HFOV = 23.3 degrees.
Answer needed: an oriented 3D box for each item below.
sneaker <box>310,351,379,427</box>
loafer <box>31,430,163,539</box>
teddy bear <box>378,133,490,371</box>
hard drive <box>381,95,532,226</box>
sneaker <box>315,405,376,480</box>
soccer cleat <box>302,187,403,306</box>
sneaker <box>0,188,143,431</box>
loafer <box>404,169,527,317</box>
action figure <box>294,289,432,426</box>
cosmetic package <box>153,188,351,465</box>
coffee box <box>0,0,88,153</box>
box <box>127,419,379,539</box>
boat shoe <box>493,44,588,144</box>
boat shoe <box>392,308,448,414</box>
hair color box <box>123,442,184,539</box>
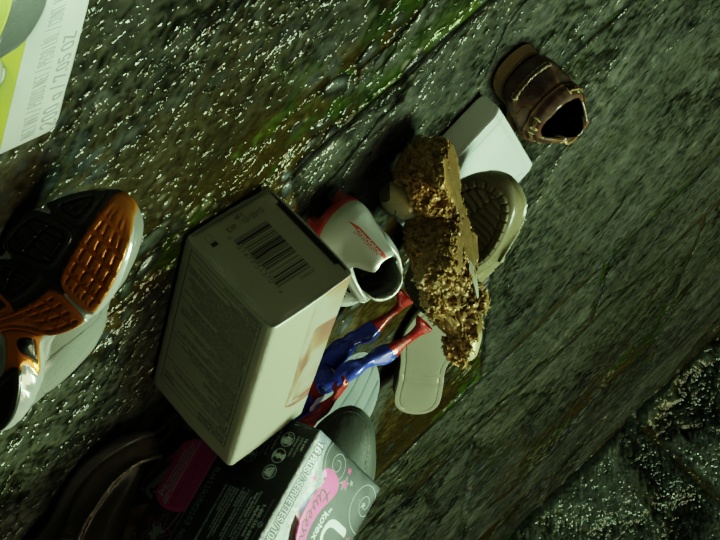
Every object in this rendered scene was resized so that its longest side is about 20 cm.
[{"bbox_3d":[-0.051,0.144,1.718,0.071,0.073,0.200,-8,-156,36],"label":"sneaker"},{"bbox_3d":[-0.220,0.219,1.458,0.200,0.071,0.073,-54,161,15],"label":"loafer"},{"bbox_3d":[0.062,-0.013,1.463,0.145,0.067,0.200,-84,160,-45],"label":"teddy bear"},{"bbox_3d":[0.092,-0.080,1.604,0.132,0.027,0.200,-47,163,2],"label":"hard drive"},{"bbox_3d":[-0.036,0.210,1.573,0.079,0.075,0.201,106,7,-70],"label":"sneaker"},{"bbox_3d":[0.000,0.000,1.467,0.069,0.085,0.200,-43,162,-12],"label":"soccer cleat"},{"bbox_3d":[-0.188,0.014,1.105,0.200,0.076,0.092,-48,172,33],"label":"sneaker"},{"bbox_3d":[0.098,-0.032,1.571,0.067,0.076,0.200,-35,169,-35],"label":"loafer"},{"bbox_3d":[-0.029,0.094,1.635,0.200,0.065,0.052,-39,152,6],"label":"action figure"},{"bbox_3d":[-0.086,0.046,1.342,0.087,0.103,0.200,-33,160,-33],"label":"cosmetic package"},{"bbox_3d":[-0.206,-0.132,0.494,0.198,0.200,0.200,-31,157,-39],"label":"coffee box"},{"bbox_3d":[-0.098,0.226,1.450,0.115,0.132,0.200,47,65,-46],"label":"box"},{"bbox_3d":[0.171,-0.144,1.577,0.070,0.070,0.200,-50,164,8],"label":"boat shoe"},{"bbox_3d":[0.075,0.072,1.888,0.200,0.072,0.063,107,-12,-45],"label":"boat shoe"},{"bbox_3d":[-0.185,0.248,1.551,0.200,0.099,0.061,-42,174,-14],"label":"hair color box"}]
